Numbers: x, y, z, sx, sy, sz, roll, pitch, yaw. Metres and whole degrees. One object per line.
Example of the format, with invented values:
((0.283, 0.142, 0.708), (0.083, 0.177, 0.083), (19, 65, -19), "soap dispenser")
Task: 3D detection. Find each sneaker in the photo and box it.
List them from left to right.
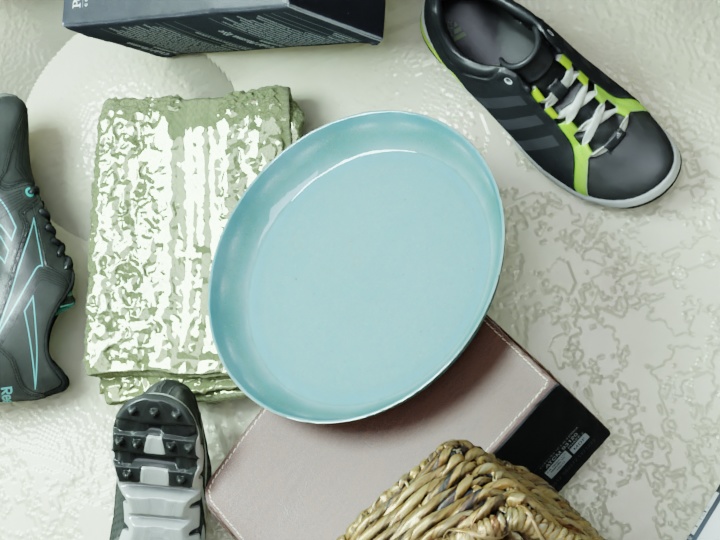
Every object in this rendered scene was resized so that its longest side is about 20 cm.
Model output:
((-0.221, -0.013, 1.321), (0.078, 0.075, 0.202), (3, 88, -2), "sneaker")
((-0.123, 0.157, 1.271), (0.066, 0.091, 0.202), (7, 108, 3), "sneaker")
((0.108, -0.110, 1.252), (0.199, 0.083, 0.072), (38, 90, 8), "sneaker")

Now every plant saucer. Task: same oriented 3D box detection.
((0.000, 0.000, 1.221), (0.199, 0.027, 0.202), (-13, 60, 24), "plant saucer")

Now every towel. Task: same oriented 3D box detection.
((-0.105, -0.016, 1.308), (0.147, 0.036, 0.202), (-2, 82, 11), "towel")

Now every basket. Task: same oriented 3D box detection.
((0.055, 0.213, 1.105), (0.200, 0.142, 0.149), (-51, 45, 7), "basket")

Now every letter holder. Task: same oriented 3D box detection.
((0.023, 0.114, 1.230), (0.200, 0.101, 0.142), (-48, 56, 1), "letter holder")

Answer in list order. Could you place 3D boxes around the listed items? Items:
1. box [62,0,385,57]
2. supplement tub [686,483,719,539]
((-0.080, -0.242, 1.266), (0.181, 0.104, 0.202), (-1, 83, 36), "box")
((0.242, 0.192, 1.155), (0.140, 0.140, 0.201), (32, 89, 14), "supplement tub")
